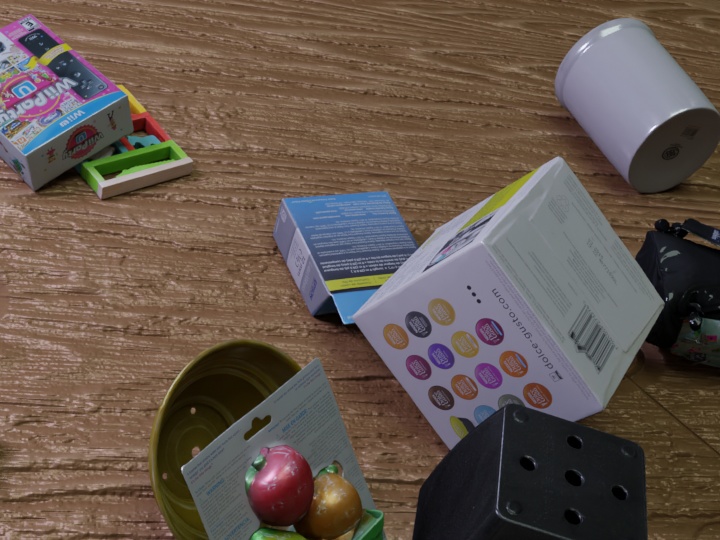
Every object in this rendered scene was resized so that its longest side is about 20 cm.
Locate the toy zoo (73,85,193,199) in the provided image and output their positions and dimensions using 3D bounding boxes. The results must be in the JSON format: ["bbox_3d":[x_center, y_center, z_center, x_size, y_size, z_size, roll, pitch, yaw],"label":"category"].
[{"bbox_3d":[-0.313,-0.170,1.449,0.130,0.021,0.200,-20,54,-37],"label":"toy zoo"}]

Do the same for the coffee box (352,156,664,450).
[{"bbox_3d":[0.154,0.042,1.210,0.201,0.197,0.200,53,42,-7],"label":"coffee box"}]

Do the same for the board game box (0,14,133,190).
[{"bbox_3d":[-0.388,-0.204,1.397,0.147,0.065,0.200,-37,62,-27],"label":"board game box"}]

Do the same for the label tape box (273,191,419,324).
[{"bbox_3d":[0.000,0.000,1.351,0.142,0.067,0.201,-5,49,-27],"label":"label tape box"}]

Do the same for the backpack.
[{"bbox_3d":[0.435,0.040,1.435,0.197,0.127,0.168,12,51,-10],"label":"backpack"}]

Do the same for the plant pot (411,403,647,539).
[{"bbox_3d":[0.160,0.240,1.055,0.197,0.179,0.201,18,38,-2],"label":"plant pot"}]

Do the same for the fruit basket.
[{"bbox_3d":[-0.062,0.206,1.004,0.185,0.093,0.202,-38,109,-45],"label":"fruit basket"}]

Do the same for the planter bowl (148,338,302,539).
[{"bbox_3d":[-0.128,0.165,1.063,0.083,0.203,0.200,-8,16,45],"label":"planter bowl"}]

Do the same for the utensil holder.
[{"bbox_3d":[0.401,-0.235,1.704,0.168,0.171,0.201,-6,49,-28],"label":"utensil holder"}]
